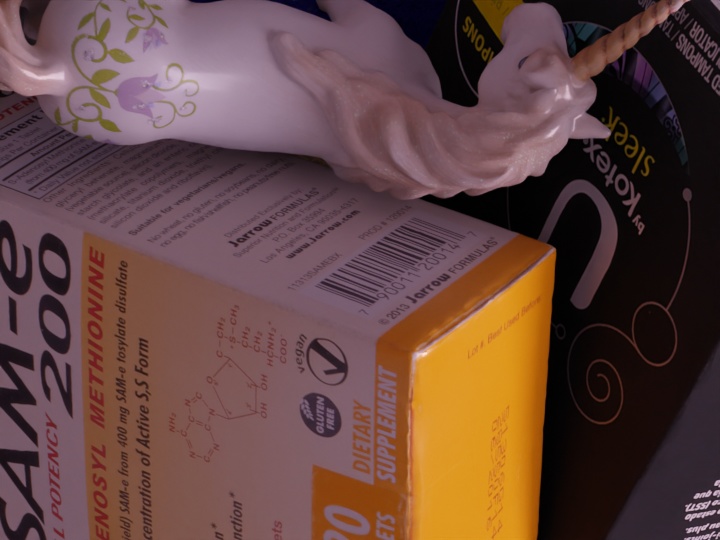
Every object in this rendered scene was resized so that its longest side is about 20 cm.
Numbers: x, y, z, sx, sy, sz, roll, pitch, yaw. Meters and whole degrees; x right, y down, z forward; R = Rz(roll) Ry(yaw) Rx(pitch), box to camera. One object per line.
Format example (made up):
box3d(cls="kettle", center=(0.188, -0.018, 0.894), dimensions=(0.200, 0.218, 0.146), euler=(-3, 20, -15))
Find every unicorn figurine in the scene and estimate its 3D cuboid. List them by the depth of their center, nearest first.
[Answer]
box3d(cls="unicorn figurine", center=(-0.019, -0.060, 0.721), dimensions=(0.199, 0.138, 0.074), euler=(-7, 118, -5))

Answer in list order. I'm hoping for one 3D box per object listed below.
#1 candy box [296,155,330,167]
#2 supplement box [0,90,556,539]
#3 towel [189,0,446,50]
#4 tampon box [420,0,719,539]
box3d(cls="candy box", center=(0.000, 0.000, 0.903), dimensions=(0.199, 0.055, 0.116), euler=(-28, 131, -32))
box3d(cls="supplement box", center=(-0.049, 0.031, 0.744), dimensions=(0.073, 0.199, 0.127), euler=(-35, 135, -46))
box3d(cls="towel", center=(0.014, -0.160, 0.789), dimensions=(0.050, 0.147, 0.201), euler=(-111, -151, -70))
box3d(cls="tampon box", center=(0.096, -0.012, 0.772), dimensions=(0.126, 0.150, 0.201), euler=(-6, 135, -35))
